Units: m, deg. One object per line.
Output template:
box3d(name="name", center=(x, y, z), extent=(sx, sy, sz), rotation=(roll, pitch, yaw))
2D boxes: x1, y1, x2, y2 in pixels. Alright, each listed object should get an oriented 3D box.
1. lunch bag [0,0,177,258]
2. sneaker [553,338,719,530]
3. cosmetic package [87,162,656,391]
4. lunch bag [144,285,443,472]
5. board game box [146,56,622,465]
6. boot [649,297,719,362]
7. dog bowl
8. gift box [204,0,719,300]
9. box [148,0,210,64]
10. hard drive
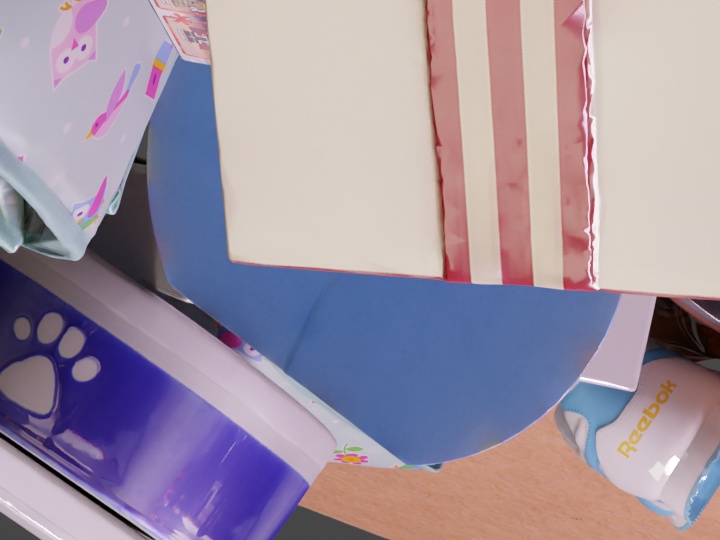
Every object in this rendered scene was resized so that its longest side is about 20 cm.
box3d(name="lunch bag", center=(-0.118, -0.112, 0.947), extent=(0.121, 0.171, 0.200), rotation=(16, 166, 32))
box3d(name="sneaker", center=(0.135, 0.066, 1.286), extent=(0.081, 0.077, 0.200), rotation=(34, 178, 10))
box3d(name="cosmetic package", center=(0.000, 0.000, 1.179), extent=(0.199, 0.052, 0.151), rotation=(12, 179, -23))
box3d(name="lunch bag", center=(-0.066, 0.017, 1.377), extent=(0.170, 0.123, 0.200), rotation=(3, 163, 37))
box3d(name="board game box", center=(0.015, -0.030, 1.037), extent=(0.200, 0.159, 0.039), rotation=(36, -156, 20))
box3d(name="boot", center=(0.130, -0.001, 1.287), extent=(0.188, 0.069, 0.200), rotation=(19, 170, -34))
box3d(name="dog bowl", center=(-0.112, 0.048, 1.201), extent=(0.200, 0.079, 0.200), rotation=(34, 173, 5))
box3d(name="gift box", center=(0.053, -0.105, 0.726), extent=(0.183, 0.201, 0.187), rotation=(0, 134, 4))
box3d(name="box", center=(-0.040, -0.160, 0.816), extent=(0.040, 0.138, 0.200), rotation=(10, 160, 15))
box3d(name="hard drive", center=(-0.168, 0.076, 1.216), extent=(0.200, 0.026, 0.132), rotation=(39, 171, -28))
